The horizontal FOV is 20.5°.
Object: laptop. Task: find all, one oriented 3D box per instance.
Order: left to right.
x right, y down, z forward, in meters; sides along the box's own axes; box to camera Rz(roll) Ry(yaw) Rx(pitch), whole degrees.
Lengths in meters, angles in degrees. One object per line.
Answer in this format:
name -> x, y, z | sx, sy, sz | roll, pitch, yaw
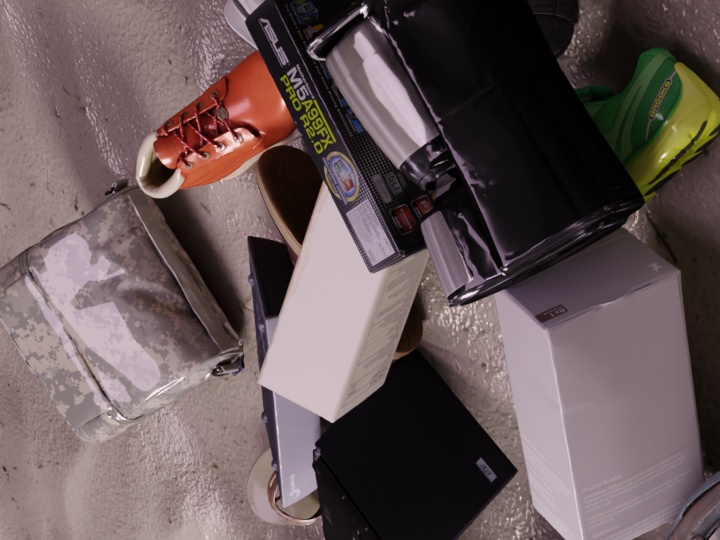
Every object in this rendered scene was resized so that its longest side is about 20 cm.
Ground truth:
laptop -> 0.044, 0.197, 1.606 | 0.177, 0.103, 0.201 | 50, 155, 46

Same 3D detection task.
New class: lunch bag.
lunch bag -> -0.211, 0.038, 1.809 | 0.168, 0.139, 0.200 | -34, 85, 37

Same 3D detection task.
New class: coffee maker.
coffee maker -> 0.088, -0.102, 1.244 | 0.192, 0.134, 0.200 | -37, 81, 45

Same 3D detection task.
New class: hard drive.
hard drive -> -0.064, 0.084, 1.677 | 0.135, 0.042, 0.201 | -107, 11, -54

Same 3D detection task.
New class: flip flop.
flip flop -> -0.045, 0.192, 1.754 | 0.200, 0.057, 0.081 | -9, 103, 53

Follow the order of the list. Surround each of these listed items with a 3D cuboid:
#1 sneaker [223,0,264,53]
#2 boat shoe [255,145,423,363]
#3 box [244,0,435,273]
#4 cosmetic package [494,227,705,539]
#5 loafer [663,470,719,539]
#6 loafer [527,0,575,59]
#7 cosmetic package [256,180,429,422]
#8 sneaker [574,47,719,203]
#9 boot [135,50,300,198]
sneaker -> -0.033, -0.199, 1.498 | 0.200, 0.075, 0.116 | 41, 140, 33
boat shoe -> -0.029, -0.006, 1.613 | 0.200, 0.072, 0.072 | 54, 142, 5
box -> 0.031, -0.118, 1.393 | 0.044, 0.160, 0.201 | -31, 84, 55
cosmetic package -> 0.164, 0.083, 1.350 | 0.090, 0.106, 0.201 | 43, 150, 57
loafer -> 0.238, 0.200, 1.361 | 0.200, 0.072, 0.063 | -51, 39, 36
loafer -> 0.097, -0.234, 1.323 | 0.063, 0.072, 0.201 | 24, 130, 48
cosmetic package -> 0.000, 0.000, 1.494 | 0.073, 0.103, 0.201 | 27, 113, 15
sneaker -> 0.160, -0.078, 1.334 | 0.200, 0.074, 0.084 | -41, 72, 41
boot -> -0.110, -0.118, 1.619 | 0.075, 0.107, 0.200 | 60, 142, 9
